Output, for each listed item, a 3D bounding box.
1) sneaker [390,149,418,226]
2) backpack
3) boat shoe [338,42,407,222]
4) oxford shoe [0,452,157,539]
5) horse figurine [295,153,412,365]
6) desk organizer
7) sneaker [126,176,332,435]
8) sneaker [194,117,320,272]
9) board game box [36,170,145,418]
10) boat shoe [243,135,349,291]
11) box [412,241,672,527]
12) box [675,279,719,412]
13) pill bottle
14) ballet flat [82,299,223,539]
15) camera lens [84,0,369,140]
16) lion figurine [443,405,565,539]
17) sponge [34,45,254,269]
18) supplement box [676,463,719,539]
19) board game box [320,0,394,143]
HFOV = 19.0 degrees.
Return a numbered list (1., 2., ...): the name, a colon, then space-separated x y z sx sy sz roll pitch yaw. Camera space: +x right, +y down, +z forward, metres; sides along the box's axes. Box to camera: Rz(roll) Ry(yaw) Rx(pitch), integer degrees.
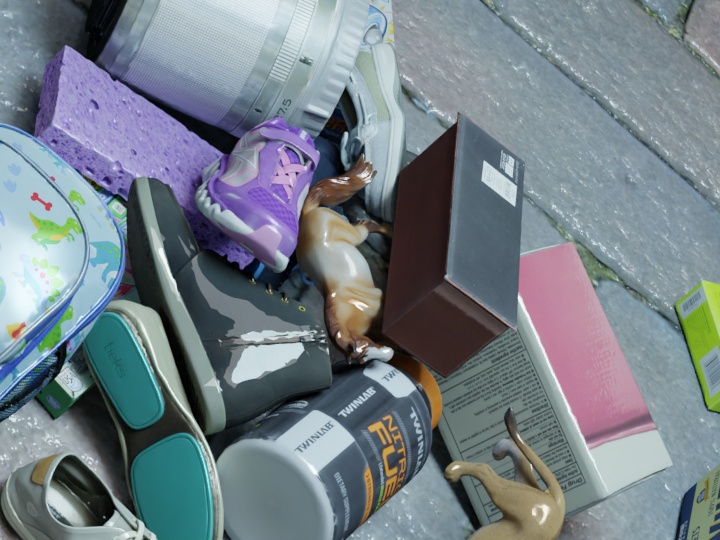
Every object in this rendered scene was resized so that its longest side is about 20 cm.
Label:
1. sneaker: 0.034 -0.040 1.825 0.115 0.075 0.200 34 30 -4
2. backpack: -0.256 -0.001 1.419 0.183 0.147 0.200 46 51 0
3. boat shoe: 0.006 -0.116 1.801 0.064 0.075 0.203 -5 46 0
4. oxford shoe: -0.155 0.198 1.434 0.200 0.058 0.075 45 35 -4
5. horse figurine: 0.000 0.000 1.649 0.132 0.050 0.201 5 50 -39
6. desk organizer: 0.071 -0.020 1.638 0.071 0.077 0.201 35 35 -22
7. sneaker: -0.099 0.016 1.564 0.105 0.075 0.201 -15 71 -21
8. sneaker: -0.069 -0.066 1.599 0.080 0.088 0.200 42 9 -15
9. board game box: -0.207 0.008 1.581 0.135 0.029 0.200 47 38 0
10. boat shoe: -0.039 -0.045 1.742 0.068 0.084 0.201 35 41 -11
11. box: 0.137 0.097 1.709 0.109 0.127 0.201 -15 79 -51
12. box: 0.400 0.089 2.056 0.199 0.048 0.123 14 48 -33
13. pill bottle: -0.015 0.131 1.584 0.106 0.106 0.200 48 38 4
14. ballet flat: -0.137 0.115 1.510 0.069 0.069 0.202 -11 79 -47
15. camera lens: -0.112 -0.201 1.737 0.199 0.160 0.161 22 42 -15
16. lion figurine: 0.098 0.212 1.581 0.122 0.201 0.072 32 4 36
17. sponge: -0.163 -0.086 1.674 0.199 0.030 0.112 34 28 -25
18. supplement box: 0.397 0.235 1.794 0.199 0.200 0.135 35 38 -11
19. board game box: -0.031 -0.203 1.931 0.135 0.034 0.201 22 44 -27
